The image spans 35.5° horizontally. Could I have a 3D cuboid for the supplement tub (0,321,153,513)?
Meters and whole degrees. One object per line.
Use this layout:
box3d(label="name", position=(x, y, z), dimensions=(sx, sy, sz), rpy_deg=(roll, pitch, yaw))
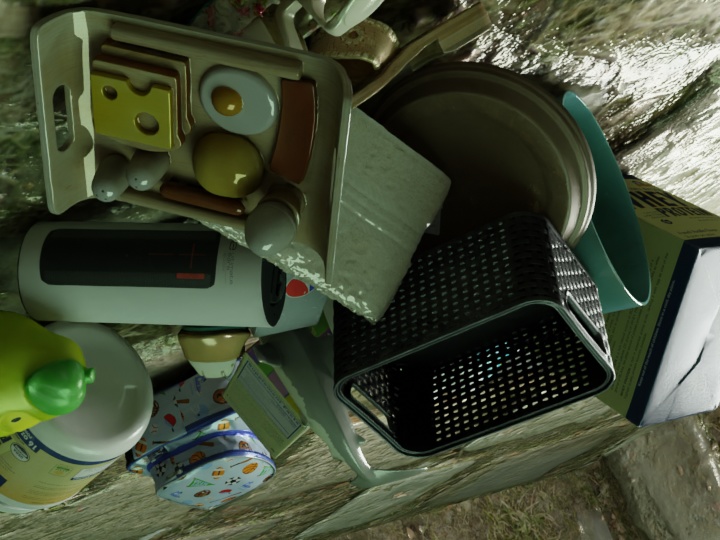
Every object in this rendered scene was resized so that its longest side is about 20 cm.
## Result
box3d(label="supplement tub", position=(-0.312, 0.153, 1.129), dimensions=(0.144, 0.145, 0.200), rpy_deg=(-1, 152, -42))

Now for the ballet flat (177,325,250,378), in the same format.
box3d(label="ballet flat", position=(-0.139, 0.077, 1.123), dimensions=(0.068, 0.064, 0.200), rpy_deg=(0, -177, 2))

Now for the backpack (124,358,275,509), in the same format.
box3d(label="backpack", position=(-0.181, 0.196, 1.383), dimensions=(0.190, 0.155, 0.200), rpy_deg=(-36, 155, 10))

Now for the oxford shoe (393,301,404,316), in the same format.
box3d(label="oxford shoe", position=(0.031, 0.018, 1.001), dimensions=(0.072, 0.085, 0.200), rpy_deg=(-19, 147, 18))

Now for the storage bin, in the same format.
box3d(label="storage bin", position=(0.087, 0.056, 0.905), dimensions=(0.199, 0.094, 0.135), rpy_deg=(-25, 133, 23))

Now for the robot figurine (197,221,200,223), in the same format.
box3d(label="robot figurine", position=(-0.129, 0.004, 1.052), dimensions=(0.199, 0.059, 0.145), rpy_deg=(-5, 154, -38))

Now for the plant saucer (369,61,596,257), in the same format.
box3d(label="plant saucer", position=(0.089, -0.069, 0.907), dimensions=(0.200, 0.200, 0.030), rpy_deg=(-36, -167, 36))

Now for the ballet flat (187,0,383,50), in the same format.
box3d(label="ballet flat", position=(-0.037, -0.165, 0.697), dimensions=(0.199, 0.064, 0.075), rpy_deg=(-32, 158, 30))

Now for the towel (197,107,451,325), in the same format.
box3d(label="towel", position=(-0.029, -0.058, 0.831), dimensions=(0.199, 0.133, 0.034), rpy_deg=(33, 172, -33))

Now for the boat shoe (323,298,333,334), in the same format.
box3d(label="boat shoe", position=(0.000, 0.000, 1.046), dimensions=(0.062, 0.073, 0.202), rpy_deg=(-29, 125, -29))

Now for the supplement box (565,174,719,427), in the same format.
box3d(label="supplement box", position=(0.293, 0.024, 1.200), dimensions=(0.133, 0.199, 0.202), rpy_deg=(-4, 116, -38))

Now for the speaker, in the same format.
box3d(label="speaker", position=(-0.159, 0.003, 0.880), dimensions=(0.198, 0.082, 0.081), rpy_deg=(2, 163, 10))

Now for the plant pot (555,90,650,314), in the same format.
box3d(label="plant pot", position=(0.153, -0.039, 1.031), dimensions=(0.160, 0.202, 0.200), rpy_deg=(-21, 162, 24))

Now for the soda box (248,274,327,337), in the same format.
box3d(label="soda box", position=(-0.052, -0.036, 0.939), dimensions=(0.068, 0.064, 0.201), rpy_deg=(-10, 141, -30))

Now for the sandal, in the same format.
box3d(label="sandal", position=(-0.002, -0.154, 0.775), dimensions=(0.211, 0.070, 0.077), rpy_deg=(-34, -169, -28))

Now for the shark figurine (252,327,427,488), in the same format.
box3d(label="shark figurine", position=(-0.020, 0.105, 1.003), dimensions=(0.089, 0.215, 0.128), rpy_deg=(-34, 174, 2))

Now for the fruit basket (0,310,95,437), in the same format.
box3d(label="fruit basket", position=(-0.314, 0.085, 0.869), dimensions=(0.156, 0.215, 0.216), rpy_deg=(-55, 162, -9))

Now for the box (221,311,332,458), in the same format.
box3d(label="box", position=(-0.042, 0.093, 1.197), dimensions=(0.176, 0.097, 0.200), rpy_deg=(-39, 175, -22))

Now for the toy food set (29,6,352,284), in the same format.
box3d(label="toy food set", position=(-0.104, -0.071, 0.694), dimensions=(0.198, 0.061, 0.144), rpy_deg=(13, 132, 7))
